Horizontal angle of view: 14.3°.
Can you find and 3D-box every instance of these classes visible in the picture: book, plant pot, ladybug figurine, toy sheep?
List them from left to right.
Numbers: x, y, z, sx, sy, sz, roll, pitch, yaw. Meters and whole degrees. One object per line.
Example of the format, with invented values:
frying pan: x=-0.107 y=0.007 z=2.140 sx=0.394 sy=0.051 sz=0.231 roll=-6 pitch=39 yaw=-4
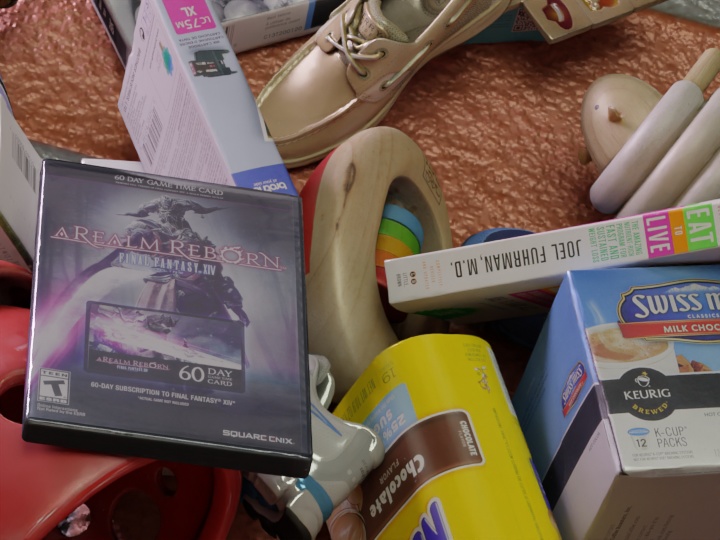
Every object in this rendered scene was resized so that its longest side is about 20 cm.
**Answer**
plant pot: x=-0.193 y=0.111 z=1.497 sx=0.200 sy=0.201 sz=0.182 roll=-35 pitch=61 yaw=-30
ladybug figurine: x=0.000 y=0.000 z=1.666 sx=0.072 sy=0.136 sz=0.200 roll=-13 pitch=37 yaw=25
book: x=0.128 y=-0.007 z=1.598 sx=0.199 sy=0.134 sz=0.048 roll=-10 pitch=83 yaw=18
toy sheep: x=0.216 y=-0.048 z=1.736 sx=0.200 sy=0.138 sz=0.138 roll=37 pitch=56 yaw=6

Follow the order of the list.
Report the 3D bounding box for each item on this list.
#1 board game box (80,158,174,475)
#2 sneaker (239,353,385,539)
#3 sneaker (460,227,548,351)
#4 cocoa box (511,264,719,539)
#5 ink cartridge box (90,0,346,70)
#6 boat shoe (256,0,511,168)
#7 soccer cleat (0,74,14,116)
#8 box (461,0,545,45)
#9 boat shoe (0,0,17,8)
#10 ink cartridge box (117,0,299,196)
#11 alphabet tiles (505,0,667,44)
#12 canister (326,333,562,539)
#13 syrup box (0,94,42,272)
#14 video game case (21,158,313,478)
board game box: x=-0.104 y=0.027 z=1.668 sx=0.126 sy=0.035 sz=0.200 roll=4 pitch=55 yaw=-9
sneaker: x=-0.063 y=0.066 z=1.565 sx=0.087 sy=0.075 sz=0.200 roll=-37 pitch=57 yaw=-20
sneaker: x=0.152 y=0.020 z=1.701 sx=0.200 sy=0.082 sz=0.074 roll=25 pitch=56 yaw=7
cocoa box: x=0.162 y=0.103 z=1.572 sx=0.133 sy=0.200 sz=0.132 roll=-2 pitch=56 yaw=-14
ink cartridge box: x=-0.096 y=-0.229 z=1.843 sx=0.198 sy=0.043 sz=0.200 roll=-17 pitch=60 yaw=-21
boat shoe: x=0.007 y=-0.141 z=1.758 sx=0.200 sy=0.065 sz=0.072 roll=-37 pitch=67 yaw=-5
soccer cleat: x=-0.215 y=-0.046 z=1.687 sx=0.076 sy=0.067 sz=0.200 roll=20 pitch=42 yaw=-36
box: x=0.069 y=-0.241 z=1.883 sx=0.082 sy=0.049 sz=0.200 roll=-5 pitch=57 yaw=-15
boat shoe: x=-0.227 y=-0.192 z=1.762 sx=0.200 sy=0.072 sz=0.068 roll=-25 pitch=80 yaw=-3
ink cartridge box: x=-0.084 y=-0.057 z=1.634 sx=0.042 sy=0.119 sz=0.200 roll=-10 pitch=59 yaw=-20
alphabet tiles: x=0.110 y=-0.234 z=1.852 sx=0.167 sy=0.008 sz=0.200 roll=-22 pitch=63 yaw=-25
canister: x=0.047 y=0.153 z=1.546 sx=0.086 sy=0.149 sz=0.200 roll=2 pitch=52 yaw=-30
syrup box: x=-0.281 y=-0.028 z=1.594 sx=0.199 sy=0.079 sz=0.082 roll=-10 pitch=57 yaw=11
video game case: x=-0.098 y=0.021 z=1.463 sx=0.142 sy=0.019 sz=0.200 roll=8 pitch=42 yaw=-10
